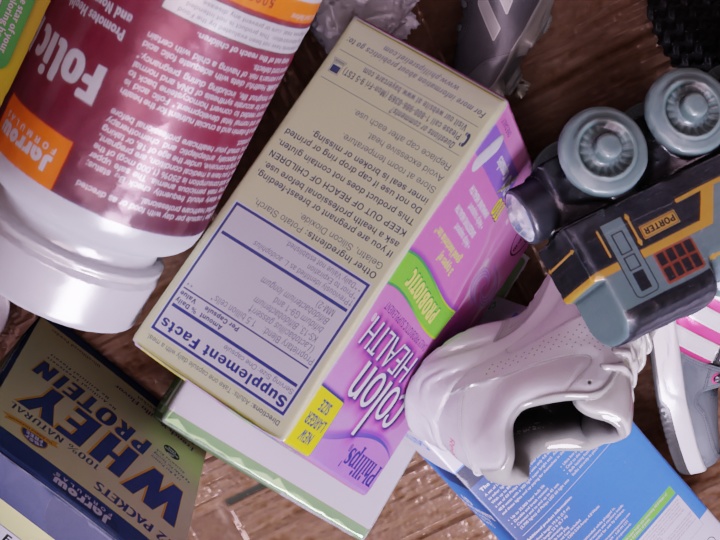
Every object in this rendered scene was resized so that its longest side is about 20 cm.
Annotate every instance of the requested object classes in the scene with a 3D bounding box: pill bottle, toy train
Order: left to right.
[{"bbox_3d":[-0.108,-0.079,0.798,0.114,0.114,0.200,26,105,-9],"label":"pill bottle"},{"bbox_3d":[0.175,-0.044,0.858,0.200,0.085,0.114,-25,83,-14],"label":"toy train"}]

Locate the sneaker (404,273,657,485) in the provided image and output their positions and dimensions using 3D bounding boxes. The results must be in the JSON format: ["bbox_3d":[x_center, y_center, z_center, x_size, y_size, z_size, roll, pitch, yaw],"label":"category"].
[{"bbox_3d":[0.127,0.047,0.896,0.200,0.099,0.078,-40,138,-8],"label":"sneaker"}]

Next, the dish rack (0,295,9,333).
[{"bbox_3d":[-0.322,0.017,0.990,0.200,0.044,0.172,35,103,-8],"label":"dish rack"}]

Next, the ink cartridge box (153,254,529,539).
[{"bbox_3d":[-0.011,0.040,1.005,0.145,0.048,0.200,32,82,-11],"label":"ink cartridge box"}]

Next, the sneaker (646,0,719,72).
[{"bbox_3d":[0.247,-0.125,0.953,0.093,0.070,0.200,-36,83,-34],"label":"sneaker"}]

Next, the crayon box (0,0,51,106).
[{"bbox_3d":[-0.191,-0.155,0.845,0.119,0.058,0.200,30,109,5],"label":"crayon box"}]

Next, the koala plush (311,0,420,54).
[{"bbox_3d":[-0.019,-0.217,0.870,0.177,0.184,0.200,29,120,23],"label":"koala plush"}]

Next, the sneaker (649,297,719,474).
[{"bbox_3d":[0.229,0.022,0.986,0.121,0.084,0.200,-7,106,11],"label":"sneaker"}]

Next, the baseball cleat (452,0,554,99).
[{"bbox_3d":[0.073,-0.179,0.935,0.106,0.070,0.200,27,101,5],"label":"baseball cleat"}]

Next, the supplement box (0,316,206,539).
[{"bbox_3d":[-0.208,0.163,0.958,0.134,0.200,0.200,40,103,-12],"label":"supplement box"}]

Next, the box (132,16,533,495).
[{"bbox_3d":[0.000,0.000,0.884,0.097,0.176,0.200,32,83,20],"label":"box"}]

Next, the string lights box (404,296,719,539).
[{"bbox_3d":[0.119,0.123,0.998,0.103,0.059,0.200,-45,110,-9],"label":"string lights box"}]
